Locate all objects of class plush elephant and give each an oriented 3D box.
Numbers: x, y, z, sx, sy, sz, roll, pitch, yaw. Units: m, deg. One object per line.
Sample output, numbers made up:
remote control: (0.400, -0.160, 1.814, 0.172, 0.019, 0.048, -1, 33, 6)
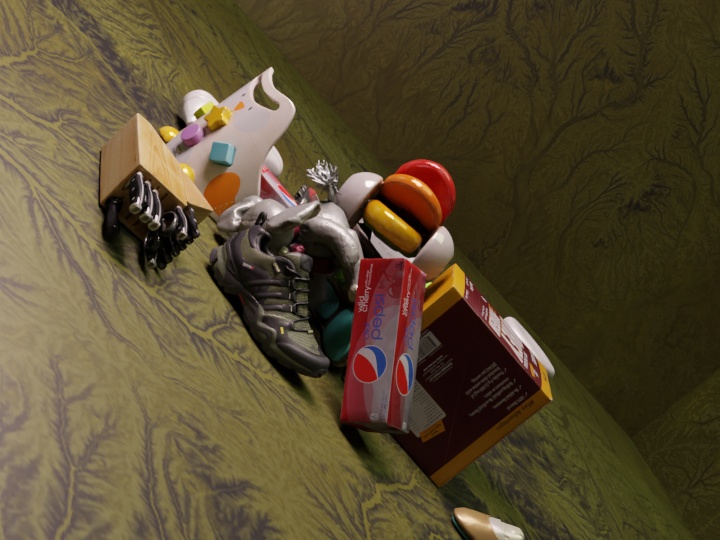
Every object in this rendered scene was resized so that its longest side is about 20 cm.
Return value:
plush elephant: (-0.089, -0.035, 1.385, 0.164, 0.154, 0.202, 3, -79, 54)

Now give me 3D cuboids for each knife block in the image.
knife block: (-0.239, -0.091, 1.145, 0.201, 0.064, 0.175, 53, 10, 16)

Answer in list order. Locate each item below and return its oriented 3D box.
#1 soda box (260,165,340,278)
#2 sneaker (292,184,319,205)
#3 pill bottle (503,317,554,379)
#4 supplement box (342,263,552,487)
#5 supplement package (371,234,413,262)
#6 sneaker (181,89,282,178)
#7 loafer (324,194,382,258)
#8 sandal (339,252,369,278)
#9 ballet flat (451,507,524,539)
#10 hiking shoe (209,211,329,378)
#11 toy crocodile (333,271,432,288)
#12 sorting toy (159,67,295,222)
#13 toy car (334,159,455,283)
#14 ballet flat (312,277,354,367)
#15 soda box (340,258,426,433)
soda box: (-0.112, -0.063, 1.567, 0.200, 0.070, 0.063, 50, 11, -6)
sneaker: (-0.080, -0.074, 1.691, 0.098, 0.071, 0.200, 53, -2, 3)
pill bottle: (0.181, 0.172, 1.613, 0.113, 0.200, 0.113, 47, 11, -12)
supplement box: (0.119, 0.139, 1.464, 0.200, 0.197, 0.133, 49, 13, -6)
supplement package: (0.030, -0.022, 1.895, 0.117, 0.117, 0.200, 46, 10, -12)
sneaker: (-0.202, -0.188, 1.680, 0.200, 0.075, 0.089, 37, 28, -31)
loafer: (0.003, -0.042, 1.611, 0.072, 0.063, 0.201, 47, 17, -51)
sandal: (0.000, -0.001, 1.483, 0.076, 0.048, 0.201, 68, -2, -51)
ballet flat: (0.201, 0.367, 1.389, 0.200, 0.063, 0.069, 49, 10, -5)
hiking shoe: (-0.089, 0.030, 1.254, 0.201, 0.101, 0.076, 52, 11, 10)
toy crocodile: (0.024, 0.023, 1.651, 0.198, 0.062, 0.068, 8, 41, 1)
sorting toy: (-0.170, -0.190, 1.470, 0.107, 0.180, 0.201, 40, 13, -41)
toy car: (0.066, -0.082, 1.487, 0.175, 0.150, 0.200, 38, -2, 3)
ballet flat: (-0.020, 0.076, 1.470, 0.071, 0.071, 0.200, 43, 9, -30)
soda box: (0.029, 0.090, 1.301, 0.070, 0.063, 0.202, 34, 59, -57)
